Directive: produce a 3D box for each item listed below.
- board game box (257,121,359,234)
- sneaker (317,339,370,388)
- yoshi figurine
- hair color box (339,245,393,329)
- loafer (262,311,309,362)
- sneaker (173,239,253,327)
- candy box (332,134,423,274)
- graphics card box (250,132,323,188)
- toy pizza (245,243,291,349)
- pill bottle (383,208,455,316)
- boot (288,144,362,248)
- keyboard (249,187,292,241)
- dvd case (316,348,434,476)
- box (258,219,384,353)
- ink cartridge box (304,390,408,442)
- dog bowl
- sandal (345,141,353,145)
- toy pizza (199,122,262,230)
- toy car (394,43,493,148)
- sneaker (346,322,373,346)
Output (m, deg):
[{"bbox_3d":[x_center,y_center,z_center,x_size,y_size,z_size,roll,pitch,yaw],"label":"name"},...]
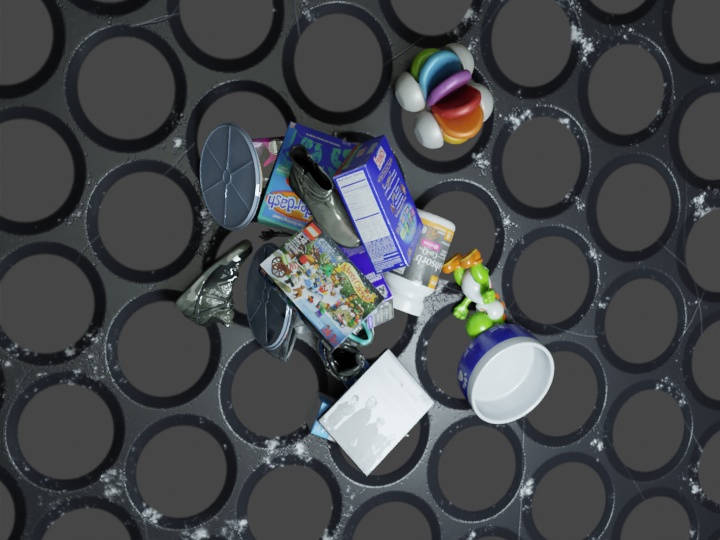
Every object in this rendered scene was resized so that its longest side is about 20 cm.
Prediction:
[{"bbox_3d":[-0.098,-0.166,1.374,0.149,0.045,0.205,17,79,-3],"label":"board game box"},{"bbox_3d":[-0.009,0.213,1.469,0.077,0.111,0.201,-41,101,-4],"label":"sneaker"},{"bbox_3d":[0.243,0.066,1.510,0.110,0.113,0.203,-27,102,10],"label":"yoshi figurine"},{"bbox_3d":[0.000,0.000,1.408,0.064,0.110,0.203,-23,66,-7],"label":"hair color box"},{"bbox_3d":[-0.128,0.096,1.433,0.070,0.068,0.203,34,113,8],"label":"loafer"},{"bbox_3d":[-0.269,0.034,1.426,0.114,0.076,0.200,44,90,-13],"label":"sneaker"},{"bbox_3d":[0.037,-0.124,1.315,0.075,0.170,0.203,-15,112,23],"label":"candy box"},{"bbox_3d":[-0.164,-0.205,1.433,0.195,0.051,0.129,-6,97,-9],"label":"graphics card box"},{"bbox_3d":[-0.172,0.050,1.385,0.031,0.199,0.206,1,96,-32],"label":"toy pizza"},{"bbox_3d":[0.113,-0.018,1.467,0.114,0.116,0.205,18,92,-11],"label":"pill bottle"},{"bbox_3d":[-0.063,-0.127,1.281,0.068,0.131,0.200,-43,87,-11],"label":"boot"},{"bbox_3d":[-0.143,-0.111,1.433,0.195,0.021,0.129,-3,129,-12],"label":"keyboard"},{"bbox_3d":[0.032,0.280,1.415,0.200,0.025,0.151,-43,97,-13],"label":"dvd case"},{"bbox_3d":[-0.070,0.026,1.285,0.136,0.038,0.200,-42,85,-23],"label":"box"},{"bbox_3d":[-0.009,0.325,1.476,0.196,0.116,0.069,23,89,-11],"label":"ink cartridge box"},{"bbox_3d":[0.305,0.218,1.506,0.195,0.079,0.205,-10,120,-18],"label":"dog bowl"},{"bbox_3d":[0.016,-0.196,1.448,0.199,0.054,0.083,38,65,-16],"label":"sandal"},{"bbox_3d":[-0.245,-0.180,1.368,0.031,0.197,0.206,-10,98,-44],"label":"toy pizza"},{"bbox_3d":[0.177,-0.354,1.429,0.173,0.150,0.203,-30,100,-5],"label":"toy car"},{"bbox_3d":[-0.041,0.082,1.461,0.199,0.091,0.078,41,87,-11],"label":"sneaker"}]
